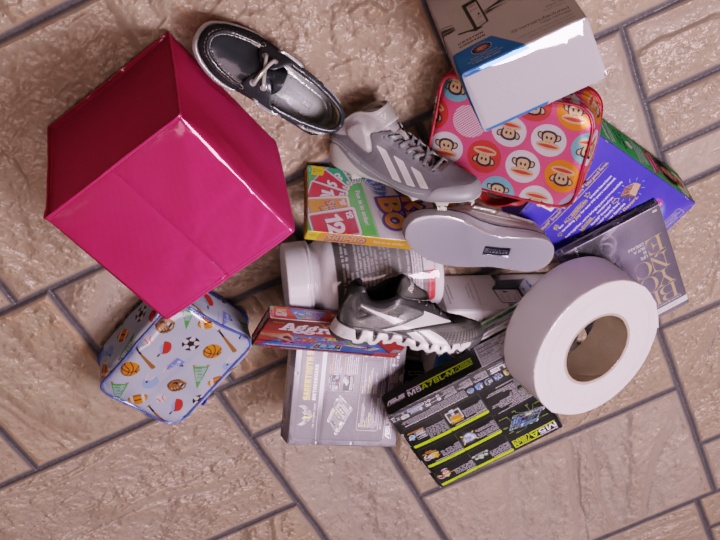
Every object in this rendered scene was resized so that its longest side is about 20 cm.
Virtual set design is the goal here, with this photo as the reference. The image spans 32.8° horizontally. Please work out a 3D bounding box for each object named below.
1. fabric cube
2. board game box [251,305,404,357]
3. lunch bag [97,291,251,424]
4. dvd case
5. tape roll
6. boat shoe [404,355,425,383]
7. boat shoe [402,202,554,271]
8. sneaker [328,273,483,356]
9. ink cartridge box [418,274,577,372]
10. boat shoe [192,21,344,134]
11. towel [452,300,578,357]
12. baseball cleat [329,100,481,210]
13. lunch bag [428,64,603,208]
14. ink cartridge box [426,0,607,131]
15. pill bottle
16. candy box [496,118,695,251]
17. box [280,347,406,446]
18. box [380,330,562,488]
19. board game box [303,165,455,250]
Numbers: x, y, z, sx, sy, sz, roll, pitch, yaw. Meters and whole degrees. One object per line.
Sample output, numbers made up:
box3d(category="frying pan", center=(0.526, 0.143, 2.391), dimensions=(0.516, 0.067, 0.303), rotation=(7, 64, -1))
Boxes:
box3d(category="fabric cube", center=(-0.220, -0.106, 1.395), dimensions=(0.200, 0.196, 0.199), rotation=(-34, 128, 15))
box3d(category="board game box", center=(-0.033, 0.081, 1.587), dimensions=(0.199, 0.019, 0.103), rotation=(6, 153, -16))
box3d(category="lunch bag", center=(-0.248, 0.113, 1.644), dimensions=(0.160, 0.076, 0.200), rotation=(30, 115, -34))
box3d(category="dvd case", center=(0.352, 0.011, 1.636), dimensions=(0.148, 0.016, 0.200), rotation=(-28, 132, 2))
box3d(category="tape roll", center=(0.286, 0.085, 1.583), dimensions=(0.202, 0.071, 0.203), rotation=(-16, 125, -25))
box3d(category="boat shoe", center=(0.031, 0.162, 1.755), dimensions=(0.199, 0.060, 0.076), rotation=(4, 127, -16))
box3d(category="boat shoe", center=(0.141, -0.050, 1.513), dimensions=(0.199, 0.070, 0.071), rotation=(7, 125, -18))
box3d(category="sneaker", center=(0.065, 0.051, 1.520), dimensions=(0.199, 0.066, 0.091), rotation=(7, 111, -15))
box3d(category="ink cartridge box", center=(0.194, 0.086, 1.716), dimensions=(0.199, 0.086, 0.147), rotation=(-2, 128, -14))
box3d(category="boat shoe", center=(-0.099, -0.220, 1.399), dimensions=(0.200, 0.060, 0.076), rotation=(25, 91, -35))
box3d(category="towel", center=(0.226, 0.127, 1.683), dimensions=(0.149, 0.031, 0.200), rotation=(-30, 130, 12))
box3d(category="baseball cleat", center=(0.052, -0.142, 1.464), dimensions=(0.200, 0.070, 0.107), rotation=(15, 124, 18))
box3d(category="lunch bag", center=(0.183, -0.154, 1.480), dimensions=(0.200, 0.082, 0.176), rotation=(17, 127, 11))
box3d(category="ink cartridge box", center=(0.167, -0.261, 1.360), dimensions=(0.146, 0.200, 0.084), rotation=(-25, 127, 7))
box3d(category="pill bottle", center=(0.000, 0.000, 1.584), dimensions=(0.199, 0.114, 0.114), rotation=(-6, 129, -8))
box3d(category="candy box", center=(0.307, -0.094, 1.605), dimensions=(0.200, 0.077, 0.169), rotation=(28, 117, -32))
box3d(category="box", center=(-0.021, 0.139, 1.675), dimensions=(0.158, 0.048, 0.201), rotation=(3, 97, -16))
box3d(category="box", center=(0.155, 0.193, 1.676), dimensions=(0.200, 0.048, 0.193), rotation=(-28, 134, 7))
box3d(category="board game box", center=(0.029, -0.076, 1.535), dimensions=(0.199, 0.096, 0.030), rotation=(7, 152, -15))
